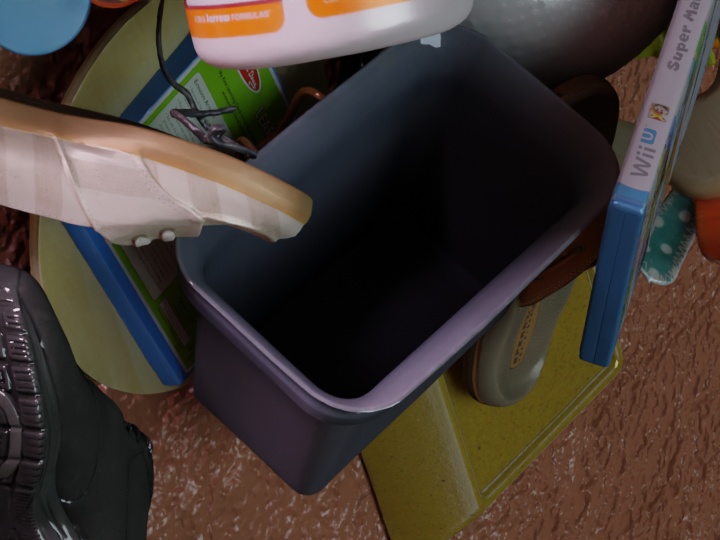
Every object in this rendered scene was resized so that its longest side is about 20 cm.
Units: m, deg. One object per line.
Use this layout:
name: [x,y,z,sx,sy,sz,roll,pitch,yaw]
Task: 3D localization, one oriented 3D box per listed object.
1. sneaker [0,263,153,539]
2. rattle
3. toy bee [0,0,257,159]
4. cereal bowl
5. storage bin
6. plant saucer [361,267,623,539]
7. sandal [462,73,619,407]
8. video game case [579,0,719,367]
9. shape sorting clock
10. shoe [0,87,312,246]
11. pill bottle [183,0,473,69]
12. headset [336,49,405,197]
sneaker: [-0.137,0.080,0.964,0.091,0.075,0.201,-41,135,-44]
rattle: [0.182,-0.068,1.196,0.129,0.201,0.143,-22,158,-1]
toy bee: [-0.119,-0.139,0.870,0.199,0.131,0.109,21,97,-39]
cereal bowl: [0.091,-0.194,1.051,0.199,0.083,0.202,11,68,-28]
storage bin: [0.000,0.000,0.999,0.200,0.145,0.135,-41,165,-31]
plant saucer: [0.074,0.033,1.187,0.200,0.048,0.201,-41,128,-33]
sandal: [0.102,-0.008,1.091,0.080,0.054,0.201,-24,136,-43]
video game case: [0.145,-0.072,1.023,0.144,0.018,0.201,92,17,-60]
shape sorting clock: [-0.081,-0.040,1.004,0.199,0.039,0.202,-28,129,-40]
shoe: [-0.119,-0.040,0.888,0.198,0.070,0.054,16,93,-5]
pill bottle: [-0.026,-0.185,0.815,0.113,0.112,0.202,-21,106,-42]
headset: [0.069,-0.121,1.131,0.200,0.094,0.124,-41,116,-12]
